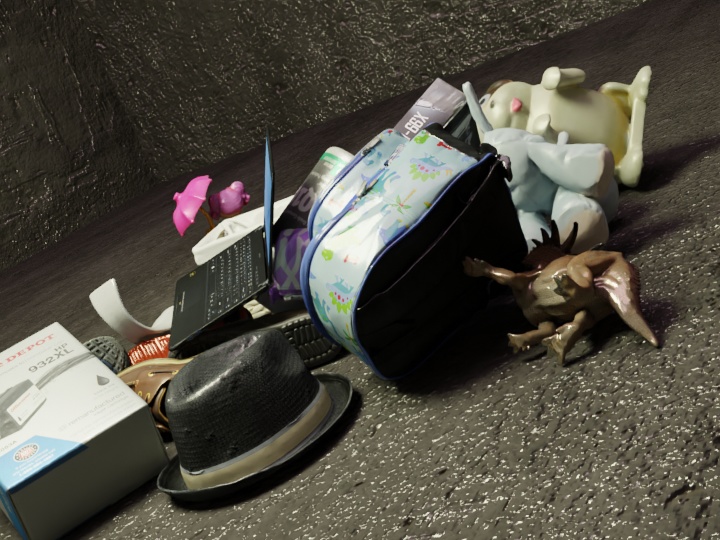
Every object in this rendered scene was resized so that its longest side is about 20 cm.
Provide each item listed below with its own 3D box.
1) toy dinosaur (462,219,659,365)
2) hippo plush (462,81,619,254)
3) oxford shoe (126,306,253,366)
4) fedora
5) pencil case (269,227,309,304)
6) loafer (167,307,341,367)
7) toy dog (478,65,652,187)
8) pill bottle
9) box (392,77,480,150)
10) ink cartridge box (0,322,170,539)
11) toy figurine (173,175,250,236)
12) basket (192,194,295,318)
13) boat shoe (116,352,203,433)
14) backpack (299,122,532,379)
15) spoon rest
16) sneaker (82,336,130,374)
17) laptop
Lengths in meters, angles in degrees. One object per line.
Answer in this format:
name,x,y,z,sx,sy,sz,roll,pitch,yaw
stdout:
toy dinosaur,0.182,0.010,0.837,0.135,0.087,0.199,-24,18,-34
hippo plush,0.186,-0.075,1.050,0.199,0.160,0.160,29,10,24
oxford shoe,-0.212,0.108,1.184,0.199,0.072,0.073,-30,-20,3
fedora,-0.105,0.114,0.881,0.199,0.092,0.201,-22,14,6
pencil case,0.000,0.000,1.048,0.198,0.084,0.086,1,47,14
loafer,-0.110,0.086,1.069,0.198,0.074,0.071,-11,12,10
toy dog,0.237,-0.179,1.203,0.198,0.141,0.194,8,-1,6
pill bottle,-0.048,-0.035,1.168,0.201,0.113,0.113,-55,18,-4
box,0.071,-0.096,1.114,0.050,0.200,0.158,36,79,25
ink cartridge box,-0.300,0.151,0.949,0.145,0.084,0.199,-32,38,-27
toy figurine,-0.195,-0.058,1.477,0.199,0.185,0.150,-29,15,-23
basket,-0.100,-0.023,1.321,0.199,0.124,0.136,-19,14,16
boat shoe,-0.202,0.132,1.022,0.199,0.073,0.068,-16,13,19
backpack,0.038,-0.014,0.904,0.200,0.184,0.147,-45,50,-17
spoon rest,-0.246,0.068,1.218,0.099,0.061,0.200,-33,-29,19
sneaker,-0.334,0.152,1.108,0.087,0.075,0.200,-22,26,44
laptop,-0.151,-0.038,1.076,0.199,0.104,0.178,-33,23,7
